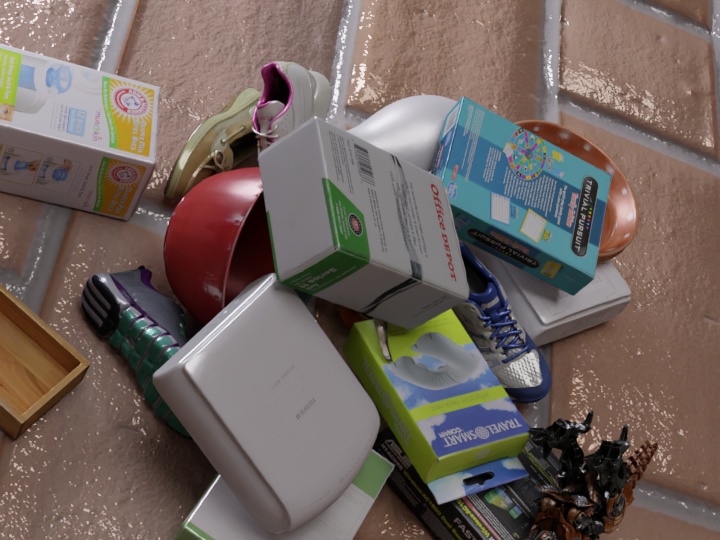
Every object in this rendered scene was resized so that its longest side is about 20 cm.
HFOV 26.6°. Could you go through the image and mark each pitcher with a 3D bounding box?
[{"bbox_3d":[0.056,-0.122,1.734,0.199,0.122,0.171,-14,36,-31],"label":"pitcher"}]

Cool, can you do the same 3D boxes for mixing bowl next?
[{"bbox_3d":[-0.129,-0.023,1.545,0.108,0.201,0.200,19,42,23],"label":"mixing bowl"}]

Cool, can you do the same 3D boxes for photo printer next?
[{"bbox_3d":[-0.077,0.128,1.408,0.201,0.069,0.166,56,49,-10],"label":"photo printer"},{"bbox_3d":[0.201,-0.016,1.778,0.166,0.070,0.201,-17,64,-37],"label":"photo printer"}]

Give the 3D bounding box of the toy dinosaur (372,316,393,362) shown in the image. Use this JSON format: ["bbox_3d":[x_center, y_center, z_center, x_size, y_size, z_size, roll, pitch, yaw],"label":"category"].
[{"bbox_3d":[0.000,0.000,1.559,0.088,0.048,0.201,17,45,-13],"label":"toy dinosaur"}]

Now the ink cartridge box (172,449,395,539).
[{"bbox_3d":[-0.071,0.225,1.459,0.145,0.048,0.200,35,45,0],"label":"ink cartridge box"}]

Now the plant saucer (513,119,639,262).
[{"bbox_3d":[0.233,-0.090,1.785,0.199,0.032,0.201,15,50,-18],"label":"plant saucer"}]

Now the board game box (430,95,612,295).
[{"bbox_3d":[0.174,-0.082,1.681,0.199,0.047,0.152,27,53,-13],"label":"board game box"}]

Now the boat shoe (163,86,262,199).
[{"bbox_3d":[-0.146,-0.133,1.682,0.063,0.073,0.201,33,39,5],"label":"boat shoe"}]

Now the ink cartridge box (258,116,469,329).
[{"bbox_3d":[0.005,-0.041,1.471,0.199,0.083,0.147,22,48,-45],"label":"ink cartridge box"}]

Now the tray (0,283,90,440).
[{"bbox_3d":[-0.363,0.059,1.438,0.200,0.037,0.099,40,47,6],"label":"tray"}]

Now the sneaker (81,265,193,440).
[{"bbox_3d":[-0.186,0.072,1.500,0.087,0.075,0.200,-22,68,-46],"label":"sneaker"}]

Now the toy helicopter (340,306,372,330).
[{"bbox_3d":[0.019,-0.022,1.690,0.132,0.079,0.200,45,34,7],"label":"toy helicopter"}]

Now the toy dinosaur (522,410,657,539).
[{"bbox_3d":[0.222,0.219,1.508,0.102,0.137,0.200,4,29,26],"label":"toy dinosaur"}]

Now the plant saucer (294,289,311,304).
[{"bbox_3d":[-0.091,0.054,1.528,0.019,0.070,0.201,17,55,21],"label":"plant saucer"}]

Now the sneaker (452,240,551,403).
[{"bbox_3d":[0.137,0.057,1.659,0.075,0.088,0.200,-35,76,-15],"label":"sneaker"}]

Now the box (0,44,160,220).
[{"bbox_3d":[-0.315,-0.143,1.575,0.199,0.101,0.113,14,50,-19],"label":"box"}]

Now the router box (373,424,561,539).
[{"bbox_3d":[0.124,0.215,1.561,0.150,0.062,0.200,-30,73,-41],"label":"router box"}]

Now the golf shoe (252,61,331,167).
[{"bbox_3d":[-0.092,-0.134,1.668,0.091,0.075,0.201,27,66,-51],"label":"golf shoe"}]

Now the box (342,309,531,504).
[{"bbox_3d":[0.081,0.129,1.528,0.121,0.048,0.200,-12,53,-32],"label":"box"}]
